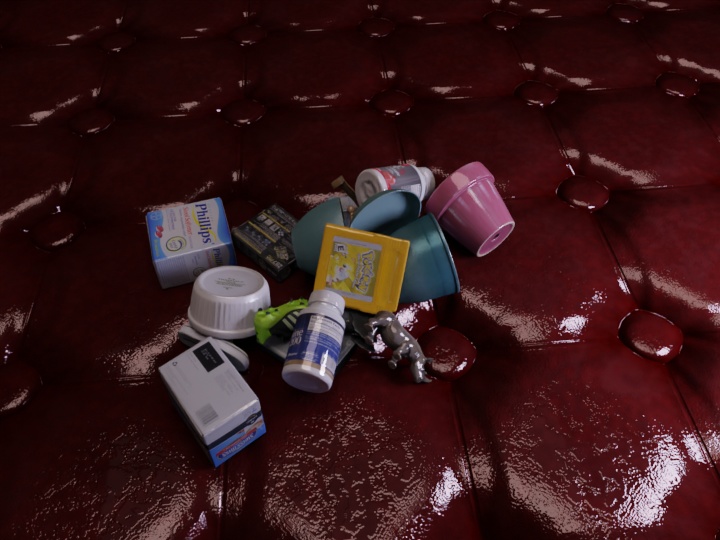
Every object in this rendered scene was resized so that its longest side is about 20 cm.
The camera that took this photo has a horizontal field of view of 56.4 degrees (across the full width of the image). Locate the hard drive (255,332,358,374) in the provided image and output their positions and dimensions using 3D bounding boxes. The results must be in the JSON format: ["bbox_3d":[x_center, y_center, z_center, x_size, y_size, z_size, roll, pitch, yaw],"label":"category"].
[{"bbox_3d":[-0.121,0.168,1.539,0.198,0.033,0.140,28,53,23],"label":"hard drive"}]

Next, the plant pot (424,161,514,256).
[{"bbox_3d":[0.292,-0.145,1.724,0.198,0.201,0.180,-29,68,-23],"label":"plant pot"}]

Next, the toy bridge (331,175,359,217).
[{"bbox_3d":[-0.001,-0.149,1.683,0.027,0.202,0.067,-30,11,23],"label":"toy bridge"}]

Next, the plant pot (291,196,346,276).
[{"bbox_3d":[-0.095,-0.065,1.636,0.132,0.202,0.203,-12,48,0],"label":"plant pot"}]

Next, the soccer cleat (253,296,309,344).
[{"bbox_3d":[-0.156,0.112,1.527,0.197,0.083,0.067,-12,23,-38],"label":"soccer cleat"}]

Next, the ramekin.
[{"bbox_3d":[-0.298,0.066,1.548,0.198,0.096,0.203,5,26,-3],"label":"ramekin"}]

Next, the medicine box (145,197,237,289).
[{"bbox_3d":[-0.431,-0.073,1.716,0.196,0.104,0.184,-15,49,-11],"label":"medicine box"}]

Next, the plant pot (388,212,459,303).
[{"bbox_3d":[0.115,-0.010,1.599,0.185,0.202,0.202,-21,49,-1],"label":"plant pot"}]

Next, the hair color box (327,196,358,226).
[{"bbox_3d":[0.013,-0.140,1.772,0.195,0.100,0.061,-1,45,0],"label":"hair color box"}]

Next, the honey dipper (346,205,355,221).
[{"bbox_3d":[-0.009,-0.066,1.685,0.037,0.038,0.204,-10,78,-9],"label":"honey dipper"}]

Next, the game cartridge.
[{"bbox_3d":[0.000,0.000,1.517,0.196,0.180,0.032,12,6,10],"label":"game cartridge"}]

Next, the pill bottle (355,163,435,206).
[{"bbox_3d":[0.092,-0.206,1.674,0.197,0.112,0.111,-14,45,-39],"label":"pill bottle"}]

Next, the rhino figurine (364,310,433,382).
[{"bbox_3d":[0.091,0.170,1.475,0.200,0.060,0.088,47,46,-4],"label":"rhino figurine"}]

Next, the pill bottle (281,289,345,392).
[{"bbox_3d":[-0.094,0.149,1.445,0.109,0.112,0.203,9,59,9],"label":"pill bottle"}]

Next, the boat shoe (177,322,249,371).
[{"bbox_3d":[-0.324,0.158,1.523,0.197,0.074,0.067,23,52,21],"label":"boat shoe"}]

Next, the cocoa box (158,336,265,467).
[{"bbox_3d":[-0.304,0.268,1.382,0.132,0.133,0.200,-30,54,-24],"label":"cocoa box"}]

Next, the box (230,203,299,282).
[{"bbox_3d":[-0.217,-0.077,1.753,0.199,0.050,0.160,35,55,28],"label":"box"}]

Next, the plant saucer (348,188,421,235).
[{"bbox_3d":[0.051,-0.126,1.589,0.197,0.202,0.036,-21,57,-18],"label":"plant saucer"}]

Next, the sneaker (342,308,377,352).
[{"bbox_3d":[0.002,0.103,1.569,0.102,0.061,0.201,13,35,1],"label":"sneaker"}]
